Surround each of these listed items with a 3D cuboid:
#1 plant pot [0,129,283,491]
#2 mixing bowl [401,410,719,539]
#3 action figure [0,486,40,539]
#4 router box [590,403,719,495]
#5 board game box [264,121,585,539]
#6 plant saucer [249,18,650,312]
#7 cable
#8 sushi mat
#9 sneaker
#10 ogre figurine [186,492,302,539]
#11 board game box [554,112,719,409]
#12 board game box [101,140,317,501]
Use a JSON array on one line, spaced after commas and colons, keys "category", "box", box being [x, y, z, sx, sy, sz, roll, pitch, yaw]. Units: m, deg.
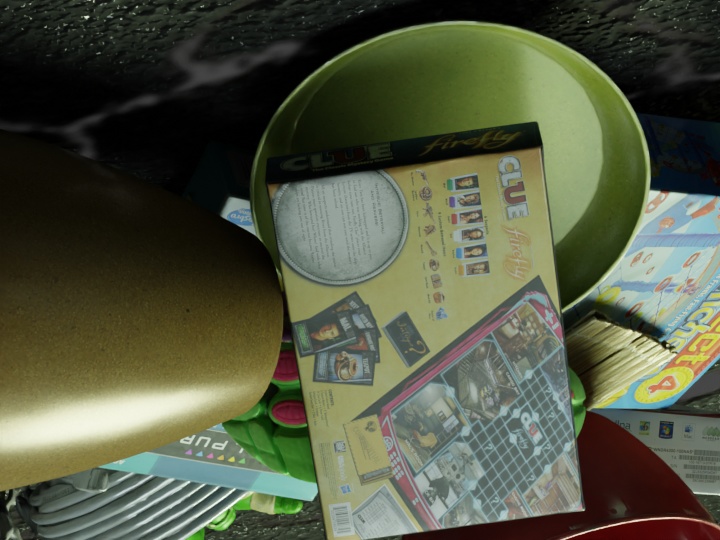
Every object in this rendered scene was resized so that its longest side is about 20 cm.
[{"category": "plant pot", "box": [-0.144, 0.019, 1.112, 0.199, 0.188, 0.186, 2, 157, -32]}, {"category": "mixing bowl", "box": [0.099, 0.148, 1.328, 0.199, 0.109, 0.201, -16, 149, -10]}, {"category": "action figure", "box": [-0.261, 0.180, 1.655, 0.199, 0.103, 0.119, -9, 163, -18]}, {"category": "router box", "box": [0.117, 0.104, 1.495, 0.198, 0.049, 0.179, 5, 180, -10]}, {"category": "board game box", "box": [0.034, 0.033, 1.157, 0.134, 0.201, 0.035, -7, -156, 2]}, {"category": "plant saucer", "box": [0.044, -0.047, 1.166, 0.198, 0.031, 0.201, -2, 130, -2]}, {"category": "cable", "box": [-0.115, 0.115, 1.473, 0.200, 0.069, 0.200, -36, -173, -32]}, {"category": "sushi mat", "box": [0.082, 0.086, 1.341, 0.200, 0.012, 0.095, -36, 146, 22]}, {"category": "sneaker", "box": [0.018, 0.072, 1.245, 0.198, 0.077, 0.084, 4, -172, 0]}, {"category": "ogre figurine", "box": [-0.119, 0.156, 1.634, 0.199, 0.098, 0.120, -33, 145, 4]}, {"category": "board game box", "box": [0.148, -0.001, 1.318, 0.195, 0.056, 0.200, 3, 141, -36]}, {"category": "board game box", "box": [-0.052, 0.033, 1.275, 0.150, 0.047, 0.201, 12, 127, -28]}]
